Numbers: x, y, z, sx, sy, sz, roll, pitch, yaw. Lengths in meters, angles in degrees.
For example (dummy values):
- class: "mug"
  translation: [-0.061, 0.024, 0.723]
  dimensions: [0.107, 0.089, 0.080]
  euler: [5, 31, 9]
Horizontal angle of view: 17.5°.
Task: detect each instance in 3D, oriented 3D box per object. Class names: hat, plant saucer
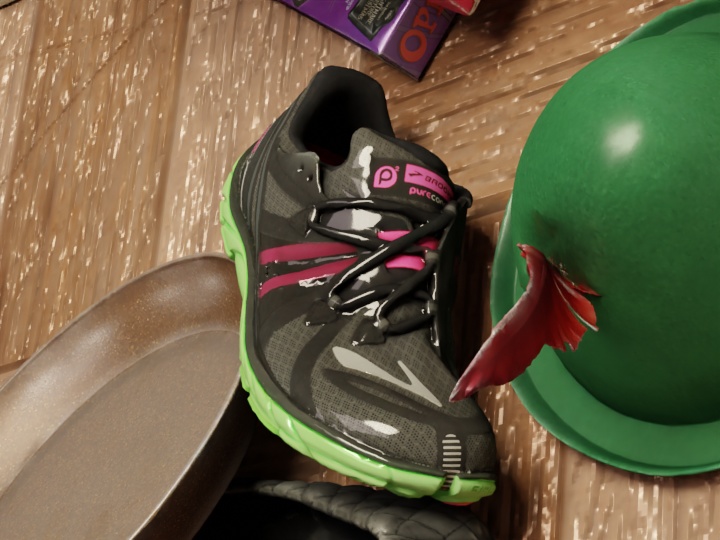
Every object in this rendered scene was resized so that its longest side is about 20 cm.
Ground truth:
- class: "hat"
  translation: [0.061, -0.040, 0.688]
  dimensions: [0.200, 0.176, 0.167]
  euler: [27, 89, 50]
- class: "plant saucer"
  translation: [-0.103, 0.078, 0.867]
  dimensions: [0.200, 0.032, 0.201]
  euler: [-36, 24, 19]

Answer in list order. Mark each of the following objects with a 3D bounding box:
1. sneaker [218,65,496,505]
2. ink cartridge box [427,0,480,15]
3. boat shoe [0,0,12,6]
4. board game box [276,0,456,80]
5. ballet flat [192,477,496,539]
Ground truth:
- class: "sneaker"
  translation: [0.000, 0.000, 0.795]
  dimensions: [0.084, 0.076, 0.201]
  euler: [-61, 34, 30]
- class: "ink cartridge box"
  translation: [-0.044, -0.182, 0.863]
  dimensions: [0.200, 0.144, 0.085]
  euler: [29, 90, 49]
- class: "boat shoe"
  translation: [-0.140, -0.178, 1.068]
  dimensions: [0.200, 0.060, 0.072]
  euler: [-23, 53, 37]
- class: "board game box"
  translation: [0.034, -0.183, 0.917]
  dimensions: [0.120, 0.032, 0.201]
  euler: [33, 93, 46]
- class: "ballet flat"
  translation: [-0.035, 0.097, 0.806]
  dimensions: [0.199, 0.057, 0.067]
  euler: [-10, 62, 44]
